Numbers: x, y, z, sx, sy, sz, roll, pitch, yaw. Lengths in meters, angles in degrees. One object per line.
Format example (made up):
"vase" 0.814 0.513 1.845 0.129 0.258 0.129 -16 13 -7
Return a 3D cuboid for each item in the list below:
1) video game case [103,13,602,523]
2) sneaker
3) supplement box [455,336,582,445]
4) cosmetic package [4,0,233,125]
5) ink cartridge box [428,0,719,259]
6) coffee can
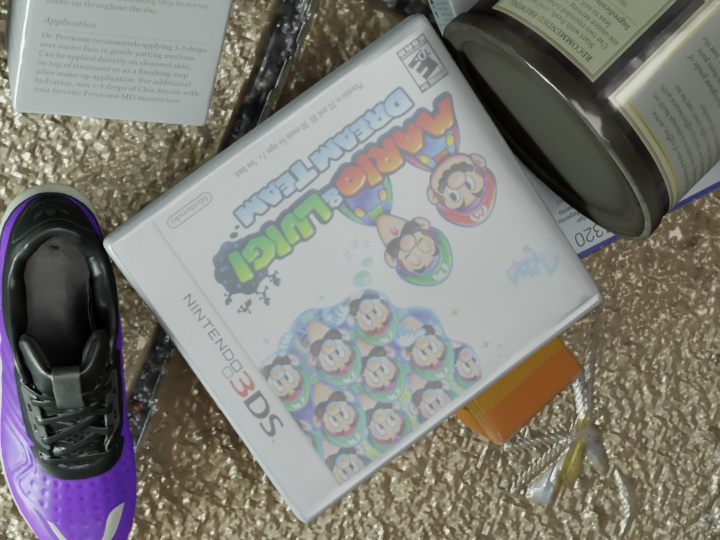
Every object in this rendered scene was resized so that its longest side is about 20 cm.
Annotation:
"video game case" 0.000 0.000 0.932 0.199 0.024 0.183 -36 105 -6
"sneaker" -0.152 0.060 0.920 0.069 0.099 0.202 -8 99 -13
"supplement box" 0.033 -0.003 0.987 0.066 0.069 0.200 -39 107 -9
"cosmetic package" -0.109 -0.174 0.868 0.101 0.071 0.201 3 128 -19
"ink cartridge box" 0.149 -0.133 1.016 0.195 0.043 0.201 -26 106 -13
"coffee can" 0.162 -0.136 0.922 0.200 0.146 0.147 -44 106 -8
